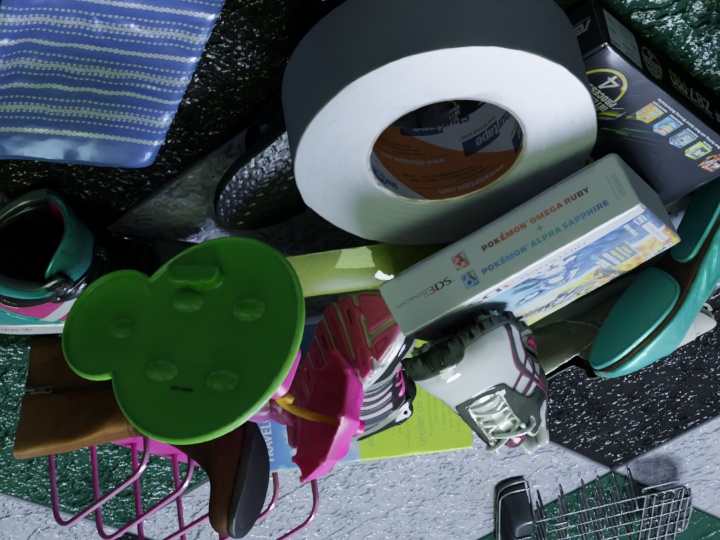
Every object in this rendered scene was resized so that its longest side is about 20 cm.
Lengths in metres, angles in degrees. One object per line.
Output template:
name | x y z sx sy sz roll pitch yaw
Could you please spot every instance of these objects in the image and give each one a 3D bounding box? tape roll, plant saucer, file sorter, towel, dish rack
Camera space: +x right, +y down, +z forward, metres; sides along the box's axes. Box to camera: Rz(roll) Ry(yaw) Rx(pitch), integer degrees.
tape roll | 0.051 -0.101 1.178 0.200 0.066 0.201 -6 144 -5
plant saucer | 0.000 0.000 1.334 0.199 0.031 0.200 -7 179 0
file sorter | -0.151 0.163 1.540 0.200 0.126 0.139 21 136 -40
towel | -0.176 -0.133 1.177 0.144 0.024 0.200 4 144 -23
dish rack | 0.242 0.256 1.872 0.199 0.055 0.154 -12 149 -3

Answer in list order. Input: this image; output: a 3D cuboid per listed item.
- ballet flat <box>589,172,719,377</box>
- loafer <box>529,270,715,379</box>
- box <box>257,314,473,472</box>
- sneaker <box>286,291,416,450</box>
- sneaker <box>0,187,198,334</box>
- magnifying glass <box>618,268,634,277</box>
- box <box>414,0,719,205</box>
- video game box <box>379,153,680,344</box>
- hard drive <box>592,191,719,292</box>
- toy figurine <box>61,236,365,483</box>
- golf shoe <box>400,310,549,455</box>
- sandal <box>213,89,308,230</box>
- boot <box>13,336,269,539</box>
ballet flat | 0.254 0.009 1.381 0.070 0.067 0.200 27 101 -25
loafer | 0.194 0.054 1.451 0.199 0.070 0.075 -19 163 4
box | -0.012 0.096 1.488 0.199 0.122 0.048 -6 -172 -7
sneaker | 0.009 0.075 1.390 0.087 0.074 0.200 -3 148 -27
sneaker | -0.195 -0.010 1.311 0.199 0.084 0.121 -5 156 -7
magnifying glass | 0.149 0.016 1.443 0.079 0.022 0.200 -1 155 -39
box | 0.161 -0.098 1.311 0.161 0.049 0.200 -28 143 29
video game box | 0.124 -0.006 1.271 0.182 0.047 0.200 -28 167 14
hard drive | 0.238 -0.006 1.490 0.139 0.033 0.200 12 141 -32
toy figurine | -0.083 0.082 1.279 0.200 0.150 0.184 5 156 33
golf shoe | 0.093 0.080 1.259 0.077 0.088 0.200 -27 166 17
sandal | -0.033 -0.106 1.251 0.075 0.048 0.201 18 124 -36
boot | -0.172 0.124 1.390 0.199 0.189 0.069 -5 152 6
